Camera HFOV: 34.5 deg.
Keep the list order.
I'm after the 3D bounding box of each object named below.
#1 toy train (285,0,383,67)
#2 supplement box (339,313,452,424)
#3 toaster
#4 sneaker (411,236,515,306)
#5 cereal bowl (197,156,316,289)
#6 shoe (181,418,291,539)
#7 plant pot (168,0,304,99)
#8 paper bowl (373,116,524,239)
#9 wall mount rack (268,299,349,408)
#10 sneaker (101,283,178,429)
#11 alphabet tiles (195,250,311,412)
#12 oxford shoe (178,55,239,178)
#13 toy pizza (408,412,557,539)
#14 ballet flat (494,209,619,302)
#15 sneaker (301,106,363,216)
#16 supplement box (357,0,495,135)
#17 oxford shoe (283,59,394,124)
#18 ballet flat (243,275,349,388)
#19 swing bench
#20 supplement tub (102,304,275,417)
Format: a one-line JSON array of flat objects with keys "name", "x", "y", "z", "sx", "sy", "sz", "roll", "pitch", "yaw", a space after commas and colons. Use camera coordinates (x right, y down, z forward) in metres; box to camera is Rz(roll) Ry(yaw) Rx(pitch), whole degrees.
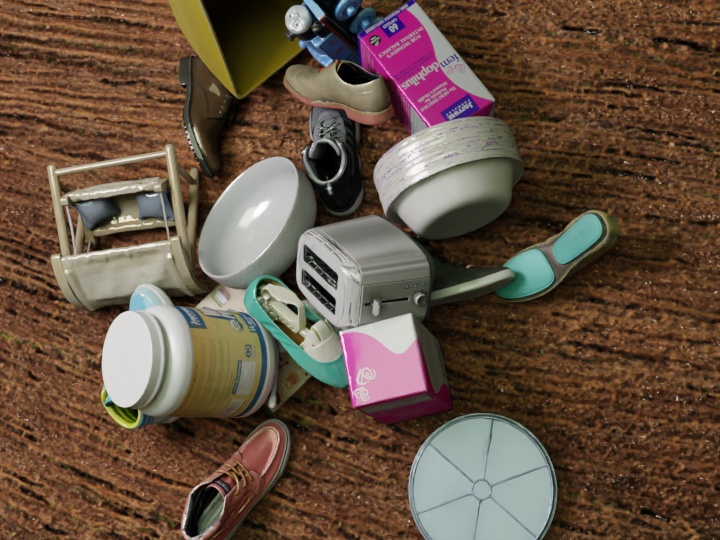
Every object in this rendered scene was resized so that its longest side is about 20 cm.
[{"name": "toy train", "x": -0.039, "y": -0.354, "z": 1.662, "sx": 0.114, "sy": 0.200, "sz": 0.087, "roll": -43, "pitch": 72, "yaw": 11}, {"name": "supplement box", "x": 0.050, "y": 0.133, "z": 1.517, "sx": 0.102, "sy": 0.200, "sz": 0.103, "roll": -14, "pitch": 73, "yaw": 9}, {"name": "toaster", "x": 0.000, "y": 0.000, "z": 1.528, "sx": 0.200, "sy": 0.128, "sz": 0.115, "roll": 43, "pitch": 133, "yaw": 48}, {"name": "sneaker", "x": 0.111, "y": -0.006, "z": 1.595, "sx": 0.198, "sy": 0.071, "sz": 0.101, "roll": -13, "pitch": 77, "yaw": 22}, {"name": "cereal bowl", "x": -0.134, "y": -0.057, "z": 1.645, "sx": 0.199, "sy": 0.083, "sz": 0.202, "roll": -29, "pitch": 42, "yaw": 29}, {"name": "shoe", "x": -0.169, "y": 0.290, "z": 1.587, "sx": 0.071, "sy": 0.091, "sz": 0.201, "roll": 33, "pitch": 86, "yaw": 18}, {"name": "plant pot", "x": -0.186, "y": -0.413, "z": 1.699, "sx": 0.200, "sy": 0.201, "sz": 0.176, "roll": -41, "pitch": 53, "yaw": -19}, {"name": "paper bowl", "x": 0.124, "y": -0.114, "z": 1.559, "sx": 0.199, "sy": 0.201, "sz": 0.105, "roll": -21, "pitch": 72, "yaw": 7}, {"name": "wall mount rack", "x": -0.074, "y": 0.096, "z": 1.615, "sx": 0.197, "sy": 0.075, "sz": 0.176, "roll": -14, "pitch": 76, "yaw": 10}, {"name": "sneaker", "x": -0.308, "y": 0.125, "z": 1.611, "sx": 0.079, "sy": 0.130, "sz": 0.203, "roll": -8, "pitch": 94, "yaw": 30}, {"name": "alphabet tiles", "x": -0.151, "y": 0.098, "z": 1.675, "sx": 0.167, "sy": 0.008, "sz": 0.200, "roll": -42, "pitch": 72, "yaw": 0}, {"name": "oxford shoe", "x": -0.221, "y": -0.237, "z": 1.739, "sx": 0.083, "sy": 0.073, "sz": 0.203, "roll": -10, "pitch": 75, "yaw": 9}, {"name": "toy pizza", "x": 0.162, "y": 0.292, "z": 1.541, "sx": 0.197, "sy": 0.032, "sz": 0.203, "roll": -3, "pitch": 77, "yaw": 12}, {"name": "ballet flat", "x": 0.268, "y": -0.015, "z": 1.566, "sx": 0.199, "sy": 0.070, "sz": 0.071, "roll": -37, "pitch": 68, "yaw": 34}, {"name": "sneaker", "x": -0.042, "y": -0.187, "z": 1.661, "sx": 0.074, "sy": 0.114, "sz": 0.203, "roll": -11, "pitch": 74, "yaw": 10}, {"name": "supplement box", "x": 0.092, "y": -0.264, "z": 1.641, "sx": 0.101, "sy": 0.104, "sz": 0.201, "roll": -34, "pitch": 73, "yaw": -9}, {"name": "oxford shoe", "x": -0.033, "y": -0.271, "z": 1.644, "sx": 0.199, "sy": 0.075, "sz": 0.070, "roll": 22, "pitch": 47, "yaw": 34}, {"name": "ballet flat", "x": -0.077, "y": 0.078, "z": 1.537, "sx": 0.199, "sy": 0.071, "sz": 0.067, "roll": 39, "pitch": 58, "yaw": 14}, {"name": "swing bench", "x": -0.338, "y": -0.056, "z": 1.692, "sx": 0.196, "sy": 0.130, "sz": 0.203, "roll": -9, "pitch": 75, "yaw": 10}, {"name": "supplement tub", "x": -0.227, "y": 0.122, "z": 1.544, "sx": 0.144, "sy": 0.198, "sz": 0.147, "roll": -8, "pitch": 79, "yaw": 46}]
